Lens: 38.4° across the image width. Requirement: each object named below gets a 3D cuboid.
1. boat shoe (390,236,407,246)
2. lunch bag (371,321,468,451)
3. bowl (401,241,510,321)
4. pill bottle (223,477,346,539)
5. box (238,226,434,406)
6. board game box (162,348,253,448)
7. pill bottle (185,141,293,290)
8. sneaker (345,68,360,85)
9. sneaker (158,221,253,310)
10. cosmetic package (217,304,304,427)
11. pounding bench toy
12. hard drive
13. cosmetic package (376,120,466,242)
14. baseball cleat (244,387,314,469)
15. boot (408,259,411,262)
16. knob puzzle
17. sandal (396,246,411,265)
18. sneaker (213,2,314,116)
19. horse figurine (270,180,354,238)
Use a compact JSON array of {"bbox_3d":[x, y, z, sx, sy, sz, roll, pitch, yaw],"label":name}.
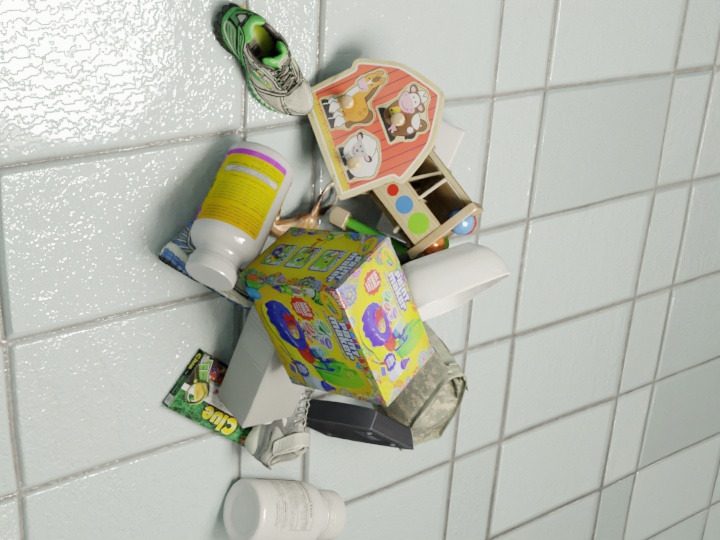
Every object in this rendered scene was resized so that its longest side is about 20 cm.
[{"bbox_3d":[0.034,0.043,1.756,0.068,0.074,0.200,20,89,-28],"label":"boat shoe"},{"bbox_3d":[0.098,0.177,1.772,0.117,0.164,0.200,-12,142,-34],"label":"lunch bag"},{"bbox_3d":[0.103,0.026,1.550,0.199,0.200,0.075,-19,78,-29],"label":"bowl"},{"bbox_3d":[-0.126,0.419,1.780,0.200,0.114,0.115,14,101,-42],"label":"pill bottle"},{"bbox_3d":[-0.031,0.059,1.429,0.122,0.192,0.201,-45,125,-34],"label":"box"},{"bbox_3d":[-0.217,0.211,1.670,0.200,0.023,0.105,37,88,-43],"label":"board game box"},{"bbox_3d":[-0.175,-0.076,1.465,0.104,0.104,0.201,46,56,-42],"label":"pill bottle"},{"bbox_3d":[0.007,-0.214,1.605,0.079,0.078,0.200,-46,134,-19],"label":"sneaker"},{"bbox_3d":[-0.201,-0.006,1.542,0.200,0.077,0.085,35,83,-44],"label":"sneaker"},{"bbox_3d":[-0.133,0.138,1.595,0.107,0.090,0.200,-4,131,-46],"label":"cosmetic package"},{"bbox_3d":[0.070,-0.080,1.580,0.200,0.156,0.124,-37,174,10],"label":"pounding bench toy"},{"bbox_3d":[-0.016,0.258,1.743,0.135,0.199,0.042,33,67,-43],"label":"hard drive"},{"bbox_3d":[0.101,-0.147,1.688,0.101,0.071,0.201,-29,144,-83],"label":"cosmetic package"},{"bbox_3d":[-0.101,0.234,1.689,0.200,0.106,0.070,-55,147,0],"label":"baseball cleat"},{"bbox_3d":[0.060,0.021,1.654,0.146,0.070,0.200,-39,149,1],"label":"boot"},{"bbox_3d":[0.028,-0.221,1.510,0.220,0.219,0.030,-63,165,4],"label":"knob puzzle"},{"bbox_3d":[0.000,-0.003,1.671,0.202,0.050,0.083,-25,159,-4],"label":"sandal"},{"bbox_3d":[-0.126,-0.285,1.459,0.078,0.085,0.200,-51,133,-8],"label":"sneaker"},{"bbox_3d":[-0.063,-0.055,1.645,0.132,0.050,0.200,-42,132,-12],"label":"horse figurine"}]
